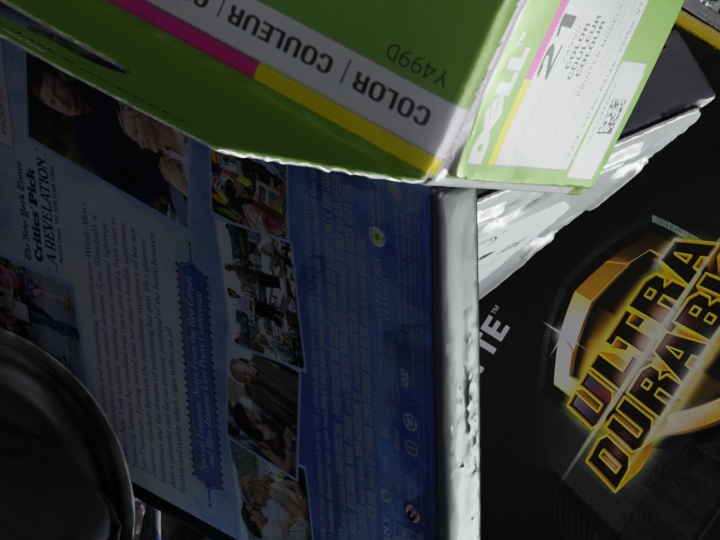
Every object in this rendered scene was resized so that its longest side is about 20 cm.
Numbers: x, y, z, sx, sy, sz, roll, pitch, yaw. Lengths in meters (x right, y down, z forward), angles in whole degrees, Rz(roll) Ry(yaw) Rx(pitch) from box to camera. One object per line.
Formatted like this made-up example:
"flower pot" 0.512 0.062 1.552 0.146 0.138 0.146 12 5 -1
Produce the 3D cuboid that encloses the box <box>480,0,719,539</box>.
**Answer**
"box" 0.115 0.027 0.892 0.200 0.160 0.049 -58 -179 19

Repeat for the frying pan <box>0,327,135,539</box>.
"frying pan" -0.116 0.106 0.756 0.115 0.031 0.190 -7 96 2

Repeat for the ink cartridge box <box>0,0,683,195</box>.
"ink cartridge box" -0.027 -0.082 0.576 0.076 0.148 0.200 -65 159 11

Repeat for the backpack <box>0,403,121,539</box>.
"backpack" -0.135 0.141 0.666 0.200 0.154 0.163 -55 173 5

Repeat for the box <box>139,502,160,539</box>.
"box" -0.065 0.178 0.763 0.048 0.122 0.200 14 109 -11

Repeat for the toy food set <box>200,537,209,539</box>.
"toy food set" -0.038 0.163 0.916 0.143 0.060 0.200 14 100 -59

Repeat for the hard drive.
"hard drive" 0.000 0.000 0.787 0.140 0.038 0.200 -23 168 -39

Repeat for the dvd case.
"dvd case" -0.045 0.009 0.715 0.018 0.200 0.143 -28 128 -38
